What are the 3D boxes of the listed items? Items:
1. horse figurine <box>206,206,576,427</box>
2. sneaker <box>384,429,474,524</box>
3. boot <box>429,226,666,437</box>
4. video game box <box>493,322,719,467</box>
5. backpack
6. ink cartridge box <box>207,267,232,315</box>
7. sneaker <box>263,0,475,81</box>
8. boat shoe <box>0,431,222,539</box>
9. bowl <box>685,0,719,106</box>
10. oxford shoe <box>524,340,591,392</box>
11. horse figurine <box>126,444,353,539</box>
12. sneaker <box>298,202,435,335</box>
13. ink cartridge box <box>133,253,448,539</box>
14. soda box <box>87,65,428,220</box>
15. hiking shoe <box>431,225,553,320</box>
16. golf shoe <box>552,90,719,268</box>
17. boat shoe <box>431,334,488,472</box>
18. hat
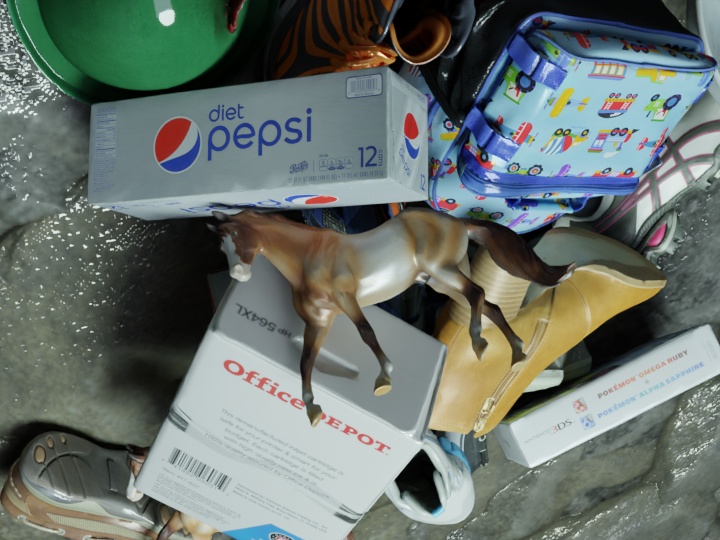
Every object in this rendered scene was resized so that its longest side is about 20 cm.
[{"bbox_3d":[0.021,0.008,0.662,0.197,0.134,0.050,-14,150,-14],"label":"horse figurine"},{"bbox_3d":[0.047,0.166,0.878,0.074,0.087,0.200,-34,137,4],"label":"sneaker"},{"bbox_3d":[0.123,0.047,0.805,0.199,0.071,0.146,0,122,-40],"label":"boot"},{"bbox_3d":[0.206,0.110,0.979,0.180,0.047,0.200,-24,172,0],"label":"video game box"},{"bbox_3d":[0.108,-0.101,0.744,0.180,0.136,0.201,2,136,-34],"label":"backpack"},{"bbox_3d":[-0.033,0.083,0.885,0.143,0.084,0.202,-15,134,-12],"label":"ink cartridge box"},{"bbox_3d":[0.002,-0.138,0.679,0.076,0.113,0.202,4,128,-27],"label":"sneaker"},{"bbox_3d":[-0.201,0.191,0.919,0.199,0.076,0.072,31,120,-35],"label":"boat shoe"},{"bbox_3d":[0.302,-0.174,0.778,0.197,0.090,0.205,0,89,-11],"label":"bowl"},{"bbox_3d":[0.139,0.069,0.929,0.074,0.059,0.199,-7,180,29],"label":"oxford shoe"},{"bbox_3d":[-0.085,0.199,0.859,0.197,0.050,0.134,13,115,-1],"label":"horse figurine"},{"bbox_3d":[0.000,0.000,0.759,0.077,0.075,0.203,-3,114,24],"label":"sneaker"},{"bbox_3d":[-0.050,0.098,0.741,0.144,0.085,0.201,28,135,-5],"label":"ink cartridge box"},{"bbox_3d":[-0.061,-0.071,0.664,0.197,0.065,0.068,-3,172,23],"label":"soda box"},{"bbox_3d":[0.143,0.019,0.909,0.197,0.087,0.075,-12,134,-16],"label":"hiking shoe"},{"bbox_3d":[0.228,-0.088,0.858,0.087,0.077,0.202,29,98,-4],"label":"golf shoe"},{"bbox_3d":[0.089,0.117,0.993,0.056,0.069,0.202,-18,141,-14],"label":"boat shoe"},{"bbox_3d":[-0.099,-0.122,0.597,0.163,0.177,0.202,-14,135,-12],"label":"hat"}]
